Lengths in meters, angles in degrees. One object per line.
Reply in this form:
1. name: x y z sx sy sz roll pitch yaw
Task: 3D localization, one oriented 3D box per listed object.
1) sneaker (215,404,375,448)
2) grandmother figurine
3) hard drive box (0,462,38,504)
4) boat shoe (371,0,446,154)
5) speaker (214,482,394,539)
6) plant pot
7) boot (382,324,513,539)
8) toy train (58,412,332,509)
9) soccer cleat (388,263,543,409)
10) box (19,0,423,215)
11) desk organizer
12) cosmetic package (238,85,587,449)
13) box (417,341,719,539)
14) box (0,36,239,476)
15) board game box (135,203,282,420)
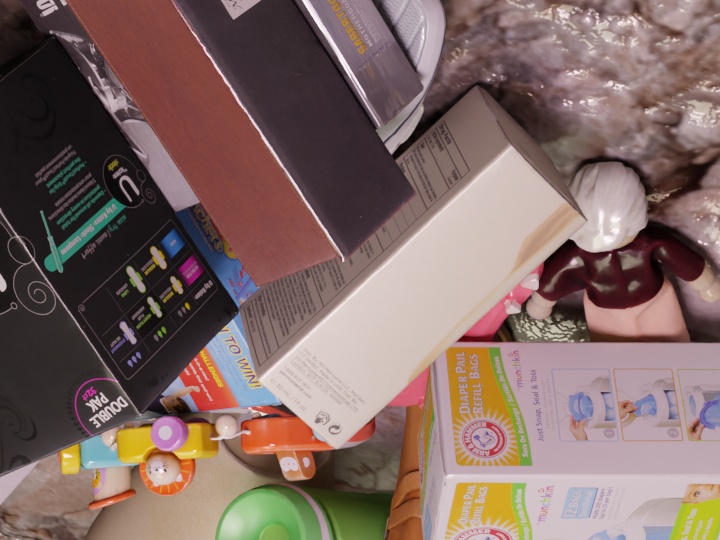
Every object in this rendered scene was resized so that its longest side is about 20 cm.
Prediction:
1. sneaker: -0.077 0.056 1.704 0.200 0.077 0.082 16 123 0
2. grandmother figurine: 0.161 0.007 1.504 0.121 0.061 0.200 -16 139 2
3. hard drive box: -0.254 0.056 1.509 0.077 0.200 0.156 -23 111 44
4. boat shoe: 0.001 -0.104 1.403 0.074 0.067 0.200 49 135 10
5. speaker: -0.018 0.194 1.693 0.088 0.089 0.200 -2 171 30
6. plant pot: -0.096 0.175 1.800 0.187 0.187 0.200 21 134 -4
7. boot: 0.048 0.123 1.637 0.077 0.155 0.200 14 145 8
8. toy train: -0.112 0.128 1.631 0.200 0.056 0.150 -10 172 41
9. soccer cleat: 0.058 0.019 1.530 0.067 0.077 0.200 13 144 -19
10. box: -0.082 -0.129 1.362 0.200 0.048 0.159 -18 108 45
11. desk organizer: -0.066 -0.095 1.288 0.077 0.072 0.200 -20 108 47
12. cosmetic package: 0.028 -0.003 1.405 0.200 0.105 0.071 -42 114 12
13. box: 0.139 0.116 1.515 0.200 0.101 0.113 1 143 -6
14. box: -0.199 -0.004 1.416 0.148 0.124 0.200 -23 106 38
15. board game box: -0.154 0.002 1.582 0.196 0.056 0.200 -9 119 40
